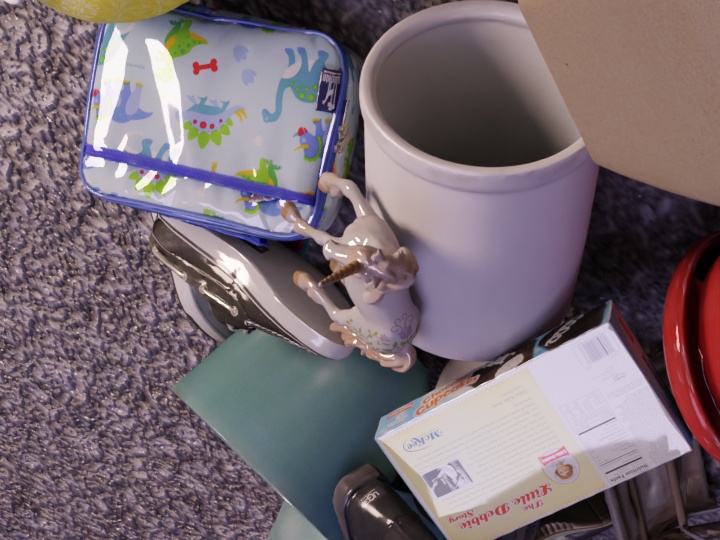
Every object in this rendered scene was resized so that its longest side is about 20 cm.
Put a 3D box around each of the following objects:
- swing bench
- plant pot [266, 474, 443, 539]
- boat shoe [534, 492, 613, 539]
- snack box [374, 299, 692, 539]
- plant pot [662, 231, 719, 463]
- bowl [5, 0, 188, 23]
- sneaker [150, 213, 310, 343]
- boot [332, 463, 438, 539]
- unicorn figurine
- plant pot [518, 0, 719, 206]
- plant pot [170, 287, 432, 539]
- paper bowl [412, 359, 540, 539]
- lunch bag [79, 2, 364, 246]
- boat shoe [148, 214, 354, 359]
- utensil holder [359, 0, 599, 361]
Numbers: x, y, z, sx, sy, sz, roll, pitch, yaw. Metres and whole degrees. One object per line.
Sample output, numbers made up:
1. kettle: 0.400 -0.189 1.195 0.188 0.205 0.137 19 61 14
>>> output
1. swing bench: 0.306 0.174 1.152 0.198 0.130 0.200 2 134 25
2. plant pot: 0.021 0.230 1.327 0.199 0.200 0.135 19 112 6
3. boat shoe: 0.179 0.220 1.277 0.200 0.072 0.066 -26 151 4
4. snack box: 0.123 0.117 1.011 0.199 0.037 0.117 -29 105 23
5. plant pot: 0.318 0.044 0.961 0.182 0.201 0.201 -14 127 43
6. bowl: -0.207 -0.237 0.927 0.200 0.108 0.201 42 158 22
7. sneaker: -0.095 -0.011 1.196 0.120 0.084 0.201 10 137 31
8. boot: 0.065 0.262 1.090 0.200 0.066 0.165 40 163 41
9. unicorn figurine: 0.000 0.000 0.942 0.137 0.074 0.200 41 172 39
10. plant pot: 0.212 -0.157 0.817 0.176 0.201 0.200 1 135 41
11. plant pot: -0.035 0.112 1.199 0.200 0.161 0.201 43 171 8
12. paper bowl: 0.109 0.145 1.163 0.104 0.201 0.202 14 138 13
13. lunch bag: -0.102 -0.108 1.035 0.198 0.082 0.162 15 96 12
14. boat shoe: -0.084 0.013 1.092 0.200 0.071 0.064 39 119 21
15. utensil holder: 0.082 -0.058 0.991 0.169 0.171 0.201 15 140 12
